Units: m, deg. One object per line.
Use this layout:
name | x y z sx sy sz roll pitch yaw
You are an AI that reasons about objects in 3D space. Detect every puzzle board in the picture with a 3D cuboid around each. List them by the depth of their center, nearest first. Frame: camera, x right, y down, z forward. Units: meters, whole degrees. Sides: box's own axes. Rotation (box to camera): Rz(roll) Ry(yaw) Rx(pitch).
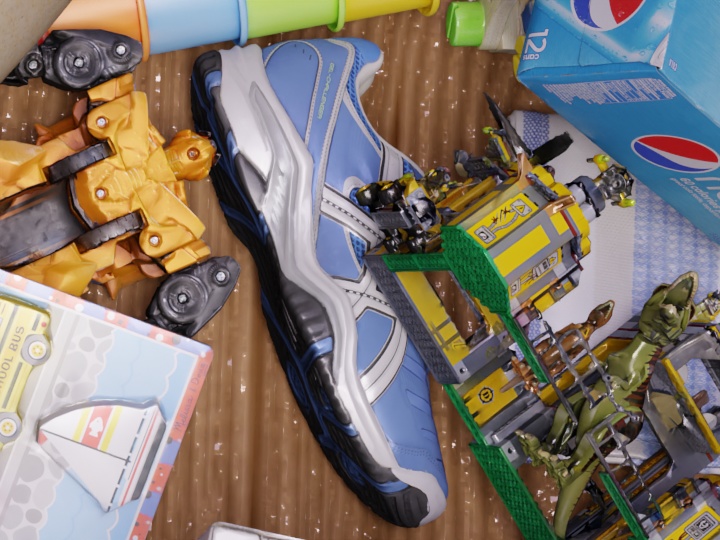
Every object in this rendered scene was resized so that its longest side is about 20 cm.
puzzle board | -0.156 0.096 1.023 0.150 0.017 0.201 20 94 -11

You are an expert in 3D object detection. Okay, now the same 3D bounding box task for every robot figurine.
robot figurine | -0.146 -0.008 1.061 0.199 0.058 0.146 -24 91 -14

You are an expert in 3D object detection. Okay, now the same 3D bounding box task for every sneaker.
sneaker | 0.000 0.000 1.082 0.077 0.076 0.201 -18 85 -14

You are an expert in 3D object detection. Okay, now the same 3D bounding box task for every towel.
towel | 0.148 0.014 1.135 0.198 0.024 0.148 5 75 -11

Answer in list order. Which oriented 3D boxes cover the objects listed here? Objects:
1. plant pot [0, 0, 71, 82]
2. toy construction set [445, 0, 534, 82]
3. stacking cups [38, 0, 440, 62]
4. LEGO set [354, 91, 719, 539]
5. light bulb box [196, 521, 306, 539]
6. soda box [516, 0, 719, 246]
plant pot | -0.161 -0.147 1.007 0.186 0.187 0.201 21 63 -5
toy construction set | 0.081 -0.164 1.100 0.091 0.131 0.201 14 89 -12
stacking cups | -0.070 -0.113 1.100 0.199 0.061 0.061 -11 80 -13
LEGO set | 0.099 0.022 1.027 0.116 0.154 0.201 -36 95 -18
light bulb box | 0.019 0.174 0.984 0.197 0.200 0.126 10 76 -9
soda box | 0.142 -0.060 1.049 0.200 0.064 0.068 34 63 -47
